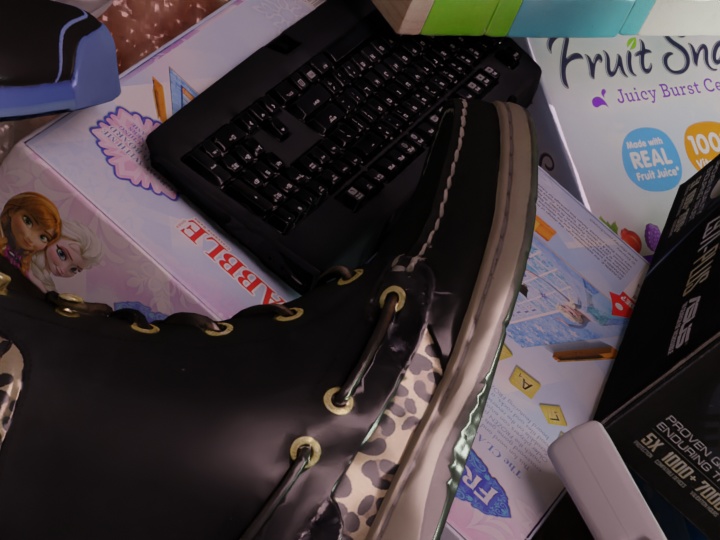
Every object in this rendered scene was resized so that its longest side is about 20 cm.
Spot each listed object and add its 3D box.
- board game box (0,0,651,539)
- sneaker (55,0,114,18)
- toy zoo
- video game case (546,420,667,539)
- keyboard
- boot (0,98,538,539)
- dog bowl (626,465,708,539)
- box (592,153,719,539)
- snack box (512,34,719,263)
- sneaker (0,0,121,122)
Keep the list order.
[{"bbox_3d":[0.000,0.000,0.894,0.200,0.041,0.200,42,34,4],"label":"board game box"},{"bbox_3d":[-0.076,-0.174,0.951,0.076,0.077,0.200,27,53,-23],"label":"sneaker"},{"bbox_3d":[0.070,-0.135,1.006,0.200,0.020,0.131,-4,44,-34],"label":"toy zoo"},{"bbox_3d":[0.129,0.164,0.835,0.200,0.023,0.182,57,4,-48],"label":"video game case"},{"bbox_3d":[0.016,-0.054,0.898,0.104,0.040,0.200,40,35,3],"label":"keyboard"},{"bbox_3d":[-0.041,0.019,0.765,0.154,0.073,0.204,20,66,-2],"label":"boot"},{"bbox_3d":[0.161,0.117,0.998,0.200,0.050,0.111,40,45,-30],"label":"dog bowl"},{"bbox_3d":[0.193,0.054,0.921,0.200,0.086,0.164,43,35,-9],"label":"box"},{"bbox_3d":[0.117,-0.047,1.056,0.142,0.053,0.200,-9,75,-39],"label":"snack box"},{"bbox_3d":[-0.148,-0.079,0.763,0.200,0.070,0.078,-6,95,-49],"label":"sneaker"}]
